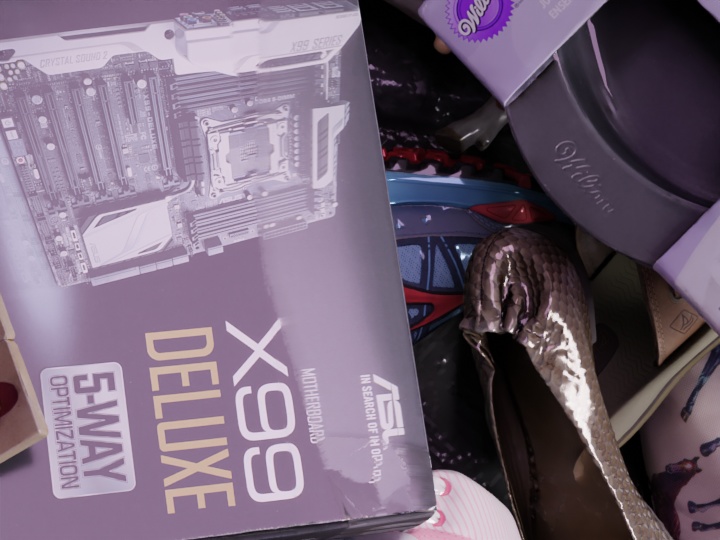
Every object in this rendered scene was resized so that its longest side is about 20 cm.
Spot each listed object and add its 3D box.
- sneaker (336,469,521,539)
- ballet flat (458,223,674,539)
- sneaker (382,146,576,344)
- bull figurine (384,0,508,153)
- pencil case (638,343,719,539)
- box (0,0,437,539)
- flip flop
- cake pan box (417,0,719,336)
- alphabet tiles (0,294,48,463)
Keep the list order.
[{"bbox_3d":[-0.003,0.127,0.780,0.200,0.075,0.105,-2,72,-49],"label":"sneaker"},{"bbox_3d":[0.077,0.081,0.825,0.046,0.067,0.201,-33,111,-51],"label":"ballet flat"},{"bbox_3d":[0.000,0.000,0.863,0.199,0.079,0.096,1,101,-27],"label":"sneaker"},{"bbox_3d":[0.020,-0.125,0.895,0.199,0.065,0.122,20,75,3],"label":"bull figurine"},{"bbox_3d":[0.158,0.087,0.865,0.078,0.089,0.201,8,65,-46],"label":"pencil case"},{"bbox_3d":[-0.068,-0.003,0.746,0.157,0.050,0.201,-5,76,-14],"label":"box"},{"bbox_3d":[0.106,-0.005,0.834,0.057,0.200,0.081,13,32,-47],"label":"flip flop"},{"bbox_3d":[0.144,-0.090,0.774,0.200,0.052,0.184,-44,69,9],"label":"cake pan box"},{"bbox_3d":[-0.196,0.053,0.718,0.199,0.008,0.168,-29,70,18],"label":"alphabet tiles"}]
